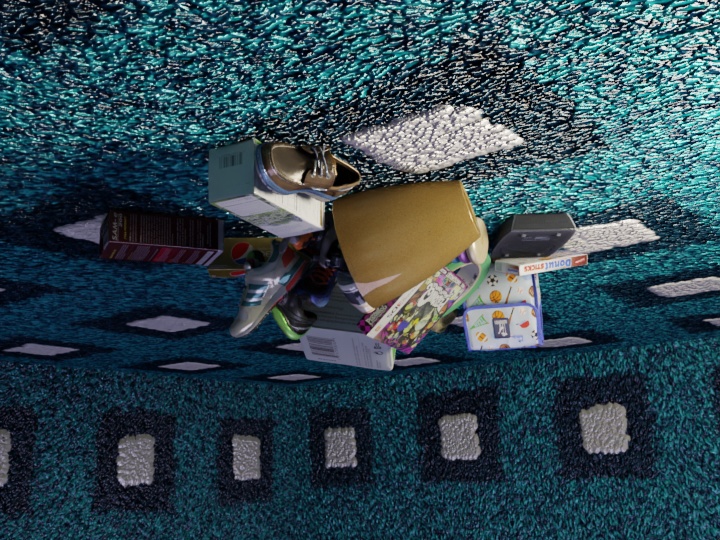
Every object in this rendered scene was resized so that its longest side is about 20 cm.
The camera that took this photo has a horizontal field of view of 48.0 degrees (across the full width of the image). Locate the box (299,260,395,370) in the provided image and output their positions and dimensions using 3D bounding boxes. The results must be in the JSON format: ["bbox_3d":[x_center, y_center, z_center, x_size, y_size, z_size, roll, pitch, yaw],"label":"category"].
[{"bbox_3d":[-0.017,0.085,1.677,0.197,0.173,0.200,6,154,8],"label":"box"}]

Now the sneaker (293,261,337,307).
[{"bbox_3d":[-0.064,-0.007,1.497,0.075,0.201,0.079,27,128,3],"label":"sneaker"}]

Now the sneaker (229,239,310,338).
[{"bbox_3d":[-0.181,0.029,1.435,0.200,0.093,0.070,-46,-175,19],"label":"sneaker"}]

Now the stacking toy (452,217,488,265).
[{"bbox_3d":[0.133,-0.051,1.508,0.197,0.087,0.085,-1,168,29],"label":"stacking toy"}]

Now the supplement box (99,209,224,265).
[{"bbox_3d":[-0.350,-0.055,1.425,0.197,0.062,0.109,4,164,-26],"label":"supplement box"}]

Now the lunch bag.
[{"bbox_3d":[0.304,0.069,1.737,0.168,0.203,0.124,-6,166,18],"label":"lunch bag"}]

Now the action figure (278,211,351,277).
[{"bbox_3d":[-0.067,-0.061,1.356,0.192,0.106,0.199,4,-163,-46],"label":"action figure"}]

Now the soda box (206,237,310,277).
[{"bbox_3d":[-0.195,-0.025,1.566,0.197,0.065,0.068,-1,166,-4],"label":"soda box"}]

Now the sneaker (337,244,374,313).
[{"bbox_3d":[0.000,0.000,1.434,0.078,0.201,0.080,-20,119,18],"label":"sneaker"}]

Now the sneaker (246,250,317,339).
[{"bbox_3d":[-0.149,0.035,1.518,0.083,0.201,0.077,-33,-152,-2],"label":"sneaker"}]

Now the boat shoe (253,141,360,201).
[{"bbox_3d":[-0.069,-0.144,1.114,0.072,0.073,0.199,-15,172,28],"label":"boat shoe"}]

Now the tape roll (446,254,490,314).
[{"bbox_3d":[0.169,0.021,1.618,0.199,0.048,0.201,-28,152,-17],"label":"tape roll"}]

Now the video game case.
[{"bbox_3d":[0.100,0.063,1.494,0.182,0.036,0.200,-48,151,6],"label":"video game case"}]

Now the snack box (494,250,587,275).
[{"bbox_3d":[0.368,-0.017,1.641,0.198,0.025,0.072,-8,-168,-34],"label":"snack box"}]

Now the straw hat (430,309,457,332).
[{"bbox_3d":[0.171,0.092,1.819,0.085,0.201,0.201,42,174,6],"label":"straw hat"}]

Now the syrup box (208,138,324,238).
[{"bbox_3d":[-0.132,-0.114,1.178,0.078,0.083,0.199,-8,165,25],"label":"syrup box"}]

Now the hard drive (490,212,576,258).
[{"bbox_3d":[0.321,-0.064,1.528,0.133,0.043,0.200,-1,167,-2],"label":"hard drive"}]

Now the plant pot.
[{"bbox_3d":[0.081,-0.063,1.276,0.198,0.189,0.186,-21,162,13],"label":"plant pot"}]
